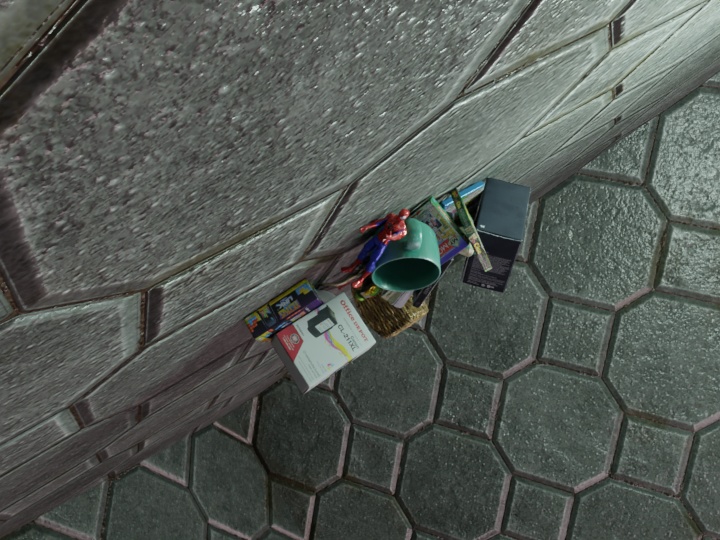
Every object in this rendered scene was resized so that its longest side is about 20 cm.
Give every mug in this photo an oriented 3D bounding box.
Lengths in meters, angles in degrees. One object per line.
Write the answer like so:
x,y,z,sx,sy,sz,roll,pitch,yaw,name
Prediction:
0.104,-0.047,1.502,0.150,0.116,0.184,20,144,-35,mug

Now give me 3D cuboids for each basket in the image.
0.079,0.085,2.047,0.142,0.202,0.148,-37,172,27,basket

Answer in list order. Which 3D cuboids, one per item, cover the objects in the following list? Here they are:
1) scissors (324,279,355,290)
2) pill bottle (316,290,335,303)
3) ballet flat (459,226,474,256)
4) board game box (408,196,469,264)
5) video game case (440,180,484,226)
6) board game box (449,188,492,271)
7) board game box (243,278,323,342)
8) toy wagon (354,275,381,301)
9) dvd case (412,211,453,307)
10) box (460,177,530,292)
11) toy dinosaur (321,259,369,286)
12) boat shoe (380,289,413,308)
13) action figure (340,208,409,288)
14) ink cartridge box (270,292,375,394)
-0.053,0.034,1.897,0.073,0.014,0.200,-33,172,15,scissors
-0.111,0.127,1.811,0.119,0.121,0.200,-31,173,-14,pill bottle
0.237,-0.075,1.731,0.061,0.069,0.200,6,-175,-5,ballet flat
0.131,-0.058,1.593,0.199,0.135,0.029,-38,-169,30,board game box
0.245,-0.125,1.802,0.142,0.018,0.202,-29,148,-27,video game case
0.247,-0.094,1.579,0.023,0.105,0.201,-27,-147,13,board game box
-0.169,0.096,1.608,0.164,0.057,0.200,-32,173,-2,board game box
0.047,0.018,1.847,0.155,0.039,0.201,-46,-168,26,toy wagon
0.177,-0.025,1.726,0.201,0.024,0.152,119,-17,-48,dvd case
0.346,-0.091,1.801,0.198,0.122,0.202,94,12,-49,box
0.000,0.000,1.774,0.198,0.048,0.088,-24,176,-37,toy dinosaur
0.115,0.012,1.734,0.073,0.061,0.202,-91,-154,-55,boat shoe
0.022,-0.049,1.400,0.200,0.066,0.098,-49,158,27,action figure
-0.086,0.166,1.633,0.198,0.147,0.083,-31,171,-24,ink cartridge box
